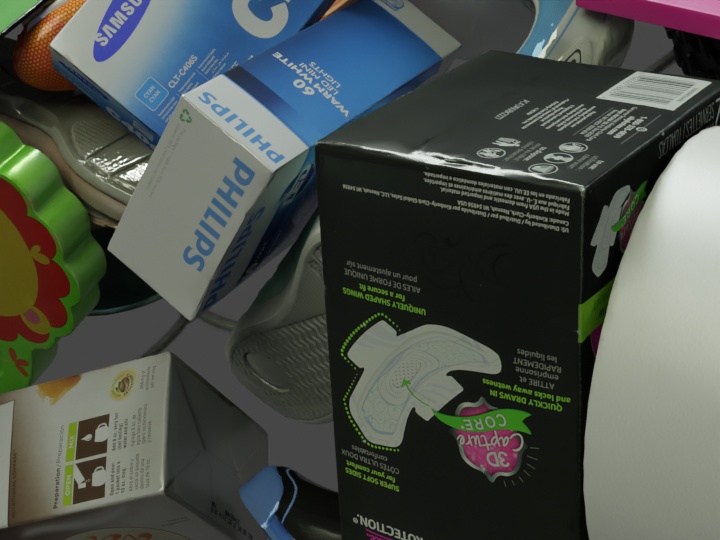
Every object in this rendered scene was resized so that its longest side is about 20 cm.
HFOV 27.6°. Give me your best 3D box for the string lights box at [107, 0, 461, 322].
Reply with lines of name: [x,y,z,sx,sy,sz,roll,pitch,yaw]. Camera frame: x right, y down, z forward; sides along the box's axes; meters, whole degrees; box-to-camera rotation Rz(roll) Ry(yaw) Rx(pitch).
string lights box: [-0.033,-0.065,0.747,0.059,0.200,0.103,40,127,8]

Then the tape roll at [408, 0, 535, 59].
tape roll: [0.078,-0.227,0.856,0.199,0.071,0.205,-6,66,13]

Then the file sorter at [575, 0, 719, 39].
file sorter: [0.211,-0.215,0.722,0.138,0.127,0.200,18,44,27]

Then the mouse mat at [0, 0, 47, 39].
mouse mat: [-0.221,-0.147,0.855,0.198,0.008,0.161,-6,35,46]

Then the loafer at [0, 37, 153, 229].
loafer: [-0.157,-0.064,0.826,0.199,0.063,0.072,34,42,27]

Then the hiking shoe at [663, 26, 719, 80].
hiking shoe: [0.234,-0.108,0.751,0.086,0.075,0.200,-24,48,-19]

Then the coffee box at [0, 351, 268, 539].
coffee box: [-0.160,0.120,0.780,0.197,0.114,0.081,-14,57,19]

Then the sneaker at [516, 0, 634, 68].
sneaker: [0.078,-0.056,0.766,0.072,0.072,0.202,21,89,21]

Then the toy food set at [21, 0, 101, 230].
toy food set: [-0.164,-0.114,0.900,0.142,0.060,0.202,-15,60,20]

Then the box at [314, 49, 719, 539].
box: [0.074,0.026,0.635,0.123,0.203,0.148,13,28,32]

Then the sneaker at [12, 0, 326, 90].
sneaker: [-0.094,-0.121,0.819,0.198,0.073,0.078,-8,56,-28]

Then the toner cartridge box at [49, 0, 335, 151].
toner cartridge box: [-0.063,-0.157,0.770,0.095,0.043,0.201,38,79,-2]

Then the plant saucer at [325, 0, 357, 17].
plant saucer: [-0.049,-0.223,0.976,0.198,0.032,0.203,-12,58,20]

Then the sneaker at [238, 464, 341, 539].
sneaker: [0.027,0.146,0.702,0.078,0.070,0.199,-46,58,-9]

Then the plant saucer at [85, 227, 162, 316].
plant saucer: [-0.135,-0.059,0.916,0.197,0.036,0.203,-11,62,21]

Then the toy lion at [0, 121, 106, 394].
toy lion: [-0.226,-0.004,0.841,0.189,0.202,0.069,13,42,24]

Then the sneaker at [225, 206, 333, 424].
sneaker: [0.000,0.000,0.760,0.073,0.201,0.119,36,55,-1]

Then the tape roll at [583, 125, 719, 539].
tape roll: [0.164,0.046,0.603,0.070,0.203,0.204,11,67,30]
